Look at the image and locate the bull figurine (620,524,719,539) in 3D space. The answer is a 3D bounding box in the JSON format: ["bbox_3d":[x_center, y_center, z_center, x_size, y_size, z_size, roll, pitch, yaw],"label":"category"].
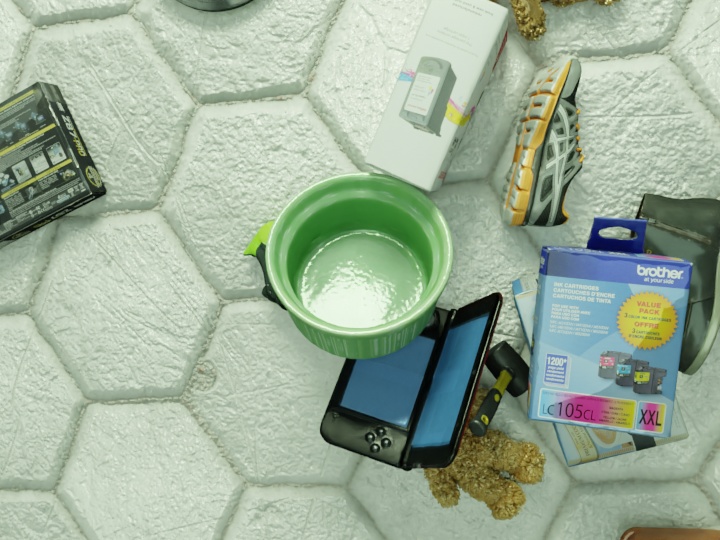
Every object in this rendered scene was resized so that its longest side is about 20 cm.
[{"bbox_3d":[0.410,0.352,0.831,0.199,0.065,0.122,-1,88,12],"label":"bull figurine"}]

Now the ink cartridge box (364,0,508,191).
[{"bbox_3d":[0.088,-0.195,0.789,0.085,0.148,0.201,23,100,7],"label":"ink cartridge box"}]

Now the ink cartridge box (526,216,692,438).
[{"bbox_3d":[0.240,0.049,0.691,0.136,0.076,0.201,5,94,10],"label":"ink cartridge box"}]

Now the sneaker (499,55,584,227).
[{"bbox_3d":[0.223,-0.145,0.814,0.077,0.078,0.201,13,102,-5],"label":"sneaker"}]

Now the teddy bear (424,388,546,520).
[{"bbox_3d":[0.127,0.220,0.858,0.145,0.067,0.200,-42,88,9],"label":"teddy bear"}]

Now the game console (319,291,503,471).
[{"bbox_3d":[0.053,0.110,0.793,0.171,0.119,0.201,15,66,16],"label":"game console"}]

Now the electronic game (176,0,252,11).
[{"bbox_3d":[-0.180,-0.423,0.863,0.199,0.042,0.201,1,97,8],"label":"electronic game"}]

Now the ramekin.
[{"bbox_3d":[0.000,0.000,0.781,0.199,0.098,0.201,-1,61,2],"label":"ramekin"}]

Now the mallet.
[{"bbox_3d":[0.147,0.129,0.791,0.041,0.200,0.066,-42,78,25],"label":"mallet"}]

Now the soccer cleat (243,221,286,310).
[{"bbox_3d":[-0.072,0.028,0.875,0.081,0.067,0.200,-43,70,21],"label":"soccer cleat"}]

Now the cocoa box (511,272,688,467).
[{"bbox_3d":[0.261,0.094,0.796,0.131,0.133,0.201,-18,93,12],"label":"cocoa box"}]

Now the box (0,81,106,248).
[{"bbox_3d":[-0.463,-0.134,0.941,0.199,0.049,0.162,-25,93,12],"label":"box"}]

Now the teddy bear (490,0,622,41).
[{"bbox_3d":[0.205,-0.342,0.802,0.199,0.067,0.146,-22,101,5],"label":"teddy bear"}]

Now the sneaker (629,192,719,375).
[{"bbox_3d":[0.356,0.013,0.809,0.106,0.075,0.201,10,89,13],"label":"sneaker"}]
